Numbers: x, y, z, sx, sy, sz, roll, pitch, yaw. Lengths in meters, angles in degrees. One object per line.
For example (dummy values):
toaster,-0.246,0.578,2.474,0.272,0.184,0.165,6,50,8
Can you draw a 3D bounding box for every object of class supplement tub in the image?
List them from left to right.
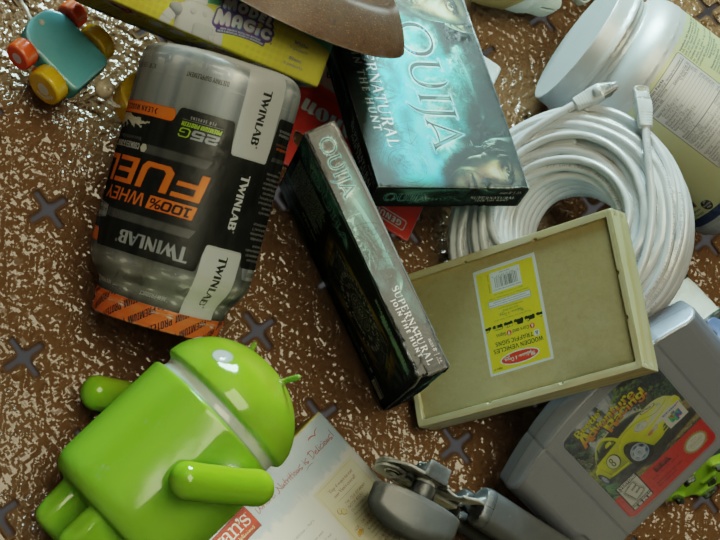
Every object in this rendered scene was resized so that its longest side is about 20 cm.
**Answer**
supplement tub,-0.124,-0.056,1.233,0.122,0.122,0.201,14,90,-19
supplement tub,0.265,-0.140,1.452,0.200,0.145,0.145,35,61,-9

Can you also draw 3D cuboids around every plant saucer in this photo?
plant saucer,-0.050,-0.220,1.259,0.199,0.200,0.035,21,108,-16

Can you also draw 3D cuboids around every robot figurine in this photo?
robot figurine,-0.129,0.130,1.178,0.200,0.175,0.116,-43,124,-11

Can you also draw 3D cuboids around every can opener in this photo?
can opener,0.086,0.201,1.283,0.200,0.053,0.067,34,66,-24

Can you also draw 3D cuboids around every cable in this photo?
cable,0.168,-0.033,1.357,0.069,0.199,0.201,31,42,-61

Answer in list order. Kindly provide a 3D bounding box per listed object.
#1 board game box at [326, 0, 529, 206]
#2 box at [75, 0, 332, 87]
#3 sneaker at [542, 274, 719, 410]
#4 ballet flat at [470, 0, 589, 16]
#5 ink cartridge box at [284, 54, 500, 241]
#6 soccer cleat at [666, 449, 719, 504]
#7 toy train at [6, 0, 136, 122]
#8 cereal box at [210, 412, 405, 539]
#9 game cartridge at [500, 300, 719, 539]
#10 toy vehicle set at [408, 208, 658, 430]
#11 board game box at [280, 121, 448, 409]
board game box,0.046,-0.140,1.347,0.135,0.028,0.201,-1,58,-25
box,-0.129,-0.192,1.250,0.199,0.117,0.049,19,90,-20
sneaker,0.217,0.059,1.405,0.199,0.081,0.115,-29,71,-23
ballet flat,0.177,-0.262,1.505,0.199,0.069,0.063,-28,98,-28
ink cartridge box,-0.002,-0.149,1.395,0.199,0.044,0.174,32,60,-11
soccer cleat,0.308,0.130,1.427,0.199,0.068,0.081,-26,60,-25
toy train,-0.183,-0.177,1.320,0.199,0.056,0.151,10,66,-24
cereal box,-0.016,0.226,1.253,0.200,0.040,0.144,48,60,-1
game cartridge,0.210,0.125,1.319,0.200,0.041,0.133,-45,117,2
toy vehicle set,0.123,0.040,1.301,0.026,0.199,0.125,15,62,-54
board game box,0.000,0.000,1.280,0.028,0.135,0.201,-23,82,-16
